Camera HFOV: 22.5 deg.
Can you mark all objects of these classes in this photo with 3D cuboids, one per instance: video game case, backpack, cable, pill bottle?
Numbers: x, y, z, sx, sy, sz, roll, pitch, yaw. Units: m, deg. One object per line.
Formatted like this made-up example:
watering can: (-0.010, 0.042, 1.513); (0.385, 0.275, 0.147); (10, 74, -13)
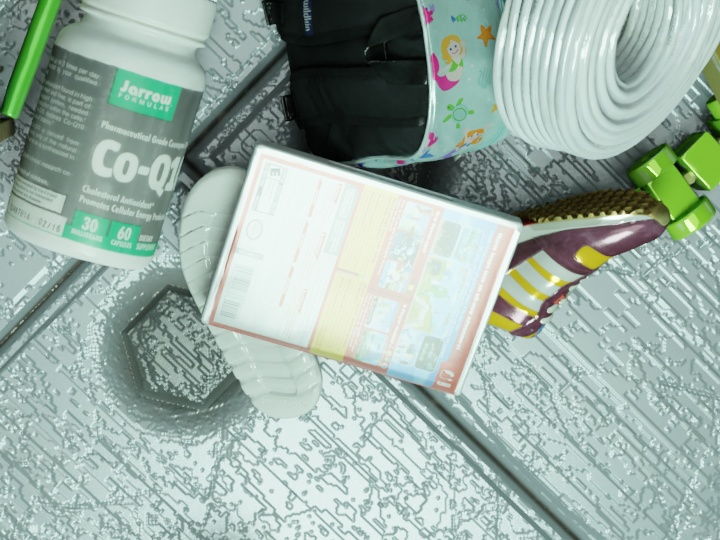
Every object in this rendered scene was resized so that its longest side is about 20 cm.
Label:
video game case: (0.000, 0.000, 1.301); (0.200, 0.017, 0.143); (17, 110, -8)
backpack: (0.037, -0.161, 1.265); (0.150, 0.200, 0.178); (-12, 98, -22)
cable: (0.171, -0.167, 1.193); (0.069, 0.200, 0.200); (29, 106, 32)
pill bottle: (-0.177, -0.111, 1.301); (0.113, 0.113, 0.200); (17, 97, -5)

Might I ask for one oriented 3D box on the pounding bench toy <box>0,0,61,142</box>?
pounding bench toy: (-0.284, -0.150, 1.284); (0.199, 0.124, 0.156); (-6, 98, -2)

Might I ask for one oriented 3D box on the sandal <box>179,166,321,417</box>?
sandal: (-0.082, 0.015, 1.354); (0.082, 0.050, 0.203); (-9, 111, 13)

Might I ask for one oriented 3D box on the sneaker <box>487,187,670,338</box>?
sneaker: (0.140, 0.000, 1.337); (0.200, 0.075, 0.090); (-12, 102, 28)

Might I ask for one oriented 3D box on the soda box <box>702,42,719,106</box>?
soda box: (0.249, -0.224, 1.309); (0.068, 0.064, 0.200); (-26, 82, 0)

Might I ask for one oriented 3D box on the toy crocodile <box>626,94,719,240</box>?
toy crocodile: (0.261, -0.086, 1.361); (0.200, 0.062, 0.068); (-39, 98, -2)
